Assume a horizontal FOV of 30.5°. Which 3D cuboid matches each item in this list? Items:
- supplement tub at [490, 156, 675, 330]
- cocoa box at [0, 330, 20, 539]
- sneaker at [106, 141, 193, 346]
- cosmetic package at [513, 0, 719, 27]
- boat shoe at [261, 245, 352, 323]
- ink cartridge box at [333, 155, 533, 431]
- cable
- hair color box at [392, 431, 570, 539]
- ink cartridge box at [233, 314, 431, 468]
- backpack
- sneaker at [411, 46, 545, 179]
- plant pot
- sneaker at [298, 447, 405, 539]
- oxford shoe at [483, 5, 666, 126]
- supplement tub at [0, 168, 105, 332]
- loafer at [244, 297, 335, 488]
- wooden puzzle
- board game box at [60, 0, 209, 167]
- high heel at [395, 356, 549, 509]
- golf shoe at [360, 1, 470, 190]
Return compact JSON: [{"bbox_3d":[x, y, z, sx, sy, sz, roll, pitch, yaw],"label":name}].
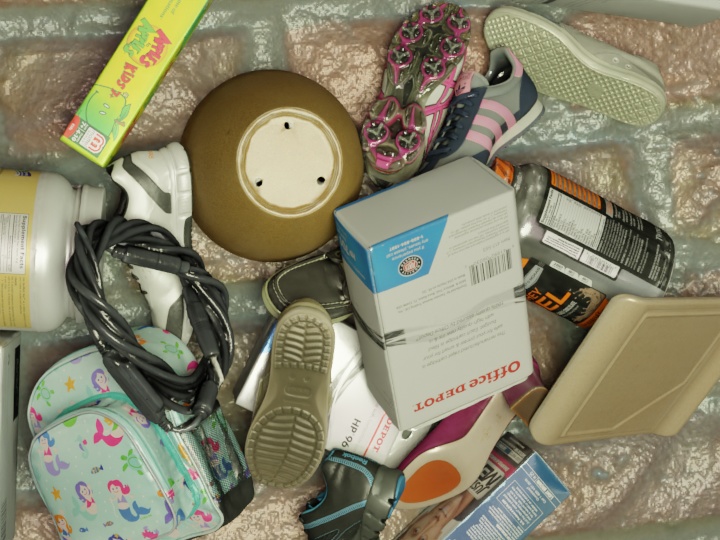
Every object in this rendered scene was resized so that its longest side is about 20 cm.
[{"bbox_3d":[0.195,-0.024,1.289,0.198,0.122,0.124,26,89,-9],"label":"supplement tub"},{"bbox_3d":[-0.384,0.158,1.205,0.129,0.133,0.204,2,93,-8],"label":"cocoa box"},{"bbox_3d":[-0.197,-0.017,1.241,0.079,0.074,0.203,-8,104,-20],"label":"sneaker"},{"bbox_3d":[0.266,-0.355,1.282,0.197,0.123,0.203,6,93,-10],"label":"cosmetic package"},{"bbox_3d":[0.001,0.001,1.256,0.198,0.066,0.073,-9,62,-32],"label":"boat shoe"},{"bbox_3d":[0.068,0.022,1.188,0.145,0.086,0.202,-22,126,-16],"label":"ink cartridge box"},{"bbox_3d":[-0.177,0.030,1.148,0.050,0.164,0.201,-23,112,35],"label":"cable"},{"bbox_3d":[0.105,0.255,1.302,0.200,0.100,0.061,-43,99,-4],"label":"hair color box"},{"bbox_3d":[-0.012,0.117,1.293,0.198,0.068,0.117,27,89,-10],"label":"ink cartridge box"},{"bbox_3d":[-0.213,0.160,1.217,0.176,0.150,0.203,-22,89,28],"label":"backpack"},{"bbox_3d":[0.099,-0.140,1.259,0.200,0.070,0.083,-45,116,-40],"label":"sneaker"},{"bbox_3d":[-0.073,-0.095,1.206,0.183,0.200,0.190,-1,95,-9],"label":"plant pot"},{"bbox_3d":[-0.022,0.258,1.284,0.081,0.073,0.202,25,115,9],"label":"sneaker"},{"bbox_3d":[0.214,-0.209,1.318,0.198,0.076,0.058,24,48,-1],"label":"oxford shoe"},{"bbox_3d":[-0.334,-0.020,1.197,0.197,0.145,0.148,3,93,-9],"label":"supplement tub"},{"bbox_3d":[-0.057,0.111,1.212,0.075,0.069,0.202,16,119,0],"label":"loafer"},{"bbox_3d":[0.274,0.092,1.282,0.198,0.037,0.186,4,128,-35],"label":"wooden puzzle"},{"bbox_3d":[-0.203,-0.192,1.229,0.047,0.102,0.202,32,88,-10],"label":"board game box"},{"bbox_3d":[0.100,0.157,1.319,0.199,0.096,0.068,-34,117,4],"label":"high heel"},{"bbox_3d":[0.052,-0.169,1.288,0.072,0.092,0.202,21,70,11],"label":"golf shoe"}]
